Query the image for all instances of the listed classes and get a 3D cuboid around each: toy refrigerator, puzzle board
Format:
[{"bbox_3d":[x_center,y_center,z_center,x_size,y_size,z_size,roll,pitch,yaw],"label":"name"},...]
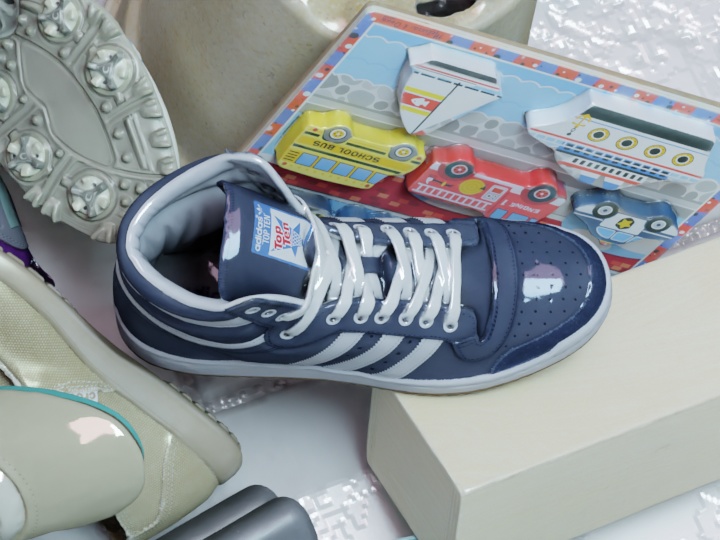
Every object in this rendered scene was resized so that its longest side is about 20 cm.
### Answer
[{"bbox_3d":[0.107,0.054,1.240,0.199,0.070,0.076,-20,52,-21],"label":"toy refrigerator"},{"bbox_3d":[0.051,-0.036,1.200,0.199,0.151,0.017,13,53,-28],"label":"puzzle board"}]

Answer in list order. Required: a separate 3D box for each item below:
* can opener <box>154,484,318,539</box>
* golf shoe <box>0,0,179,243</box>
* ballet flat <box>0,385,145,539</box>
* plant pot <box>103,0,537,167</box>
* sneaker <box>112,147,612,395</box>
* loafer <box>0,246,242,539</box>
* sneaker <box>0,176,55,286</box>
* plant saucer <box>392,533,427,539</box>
[{"bbox_3d":[-0.101,0.160,1.186,0.199,0.053,0.067,-29,108,-21],"label":"can opener"},{"bbox_3d":[-0.129,-0.095,1.250,0.078,0.097,0.200,-41,74,15],"label":"golf shoe"},{"bbox_3d":[-0.174,0.081,1.142,0.199,0.069,0.070,2,61,33],"label":"ballet flat"},{"bbox_3d":[-0.005,-0.115,1.235,0.199,0.184,0.202,4,67,-9],"label":"plant pot"},{"bbox_3d":[0.000,0.000,1.150,0.199,0.109,0.071,-2,70,1],"label":"sneaker"},{"bbox_3d":[-0.135,0.043,1.180,0.200,0.076,0.068,37,76,-20],"label":"loafer"},{"bbox_3d":[-0.223,0.011,1.203,0.199,0.074,0.088,-27,81,-20],"label":"sneaker"},{"bbox_3d":[0.041,0.205,1.200,0.199,0.027,0.201,4,68,-10],"label":"plant saucer"}]
